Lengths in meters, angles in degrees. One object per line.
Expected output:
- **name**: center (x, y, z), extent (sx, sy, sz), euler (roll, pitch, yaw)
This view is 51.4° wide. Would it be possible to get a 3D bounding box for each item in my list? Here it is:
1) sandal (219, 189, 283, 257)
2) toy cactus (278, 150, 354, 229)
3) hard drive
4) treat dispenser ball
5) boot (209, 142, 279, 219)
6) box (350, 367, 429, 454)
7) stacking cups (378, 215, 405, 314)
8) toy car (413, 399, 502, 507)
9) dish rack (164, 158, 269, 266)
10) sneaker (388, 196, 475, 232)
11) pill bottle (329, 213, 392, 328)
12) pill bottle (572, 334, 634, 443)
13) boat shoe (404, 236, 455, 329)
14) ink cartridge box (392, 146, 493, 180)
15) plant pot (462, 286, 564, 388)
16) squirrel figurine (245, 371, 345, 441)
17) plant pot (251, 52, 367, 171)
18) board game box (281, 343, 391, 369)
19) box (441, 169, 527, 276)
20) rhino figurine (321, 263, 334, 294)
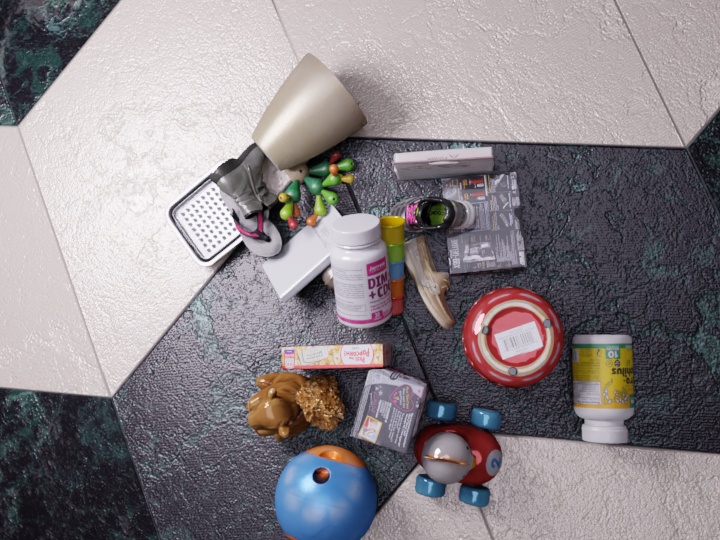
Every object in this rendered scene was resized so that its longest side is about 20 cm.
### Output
- **sandal**: center (-0.236, -0.110, 1.568), extent (0.075, 0.045, 0.201), euler (-36, 81, 3)
- **toy cactus**: center (-0.112, -0.189, 1.573), extent (0.200, 0.102, 0.165), euler (-46, 62, -6)
- **hard drive**: center (-0.107, -0.038, 1.557), extent (0.200, 0.027, 0.132), euler (-41, 40, 3)
- **treat dispenser ball**: center (-0.067, 0.444, 1.455), extent (0.199, 0.201, 0.203), euler (-1, 85, 9)
- **boot**: center (-0.217, -0.188, 1.572), extent (0.131, 0.200, 0.068), euler (48, 134, -4)
- **box**: center (0.064, 0.264, 1.452), extent (0.114, 0.200, 0.133), euler (16, 87, 8)
- **stacking cups**: center (0.065, -0.005, 1.506), extent (0.060, 0.061, 0.202), euler (0, 112, 9)
- **toy car**: center (0.184, 0.357, 1.426), extent (0.175, 0.200, 0.186), euler (9, 87, 9)
- **dish rack**: center (-0.308, -0.123, 1.625), extent (0.200, 0.044, 0.172), euler (-38, 81, 3)
- **sneaker**: center (0.127, -0.115, 1.504), extent (0.199, 0.087, 0.074), euler (4, 91, 40)
- **pill bottle**: center (0.000, 0.000, 1.454), extent (0.112, 0.114, 0.202), euler (-3, 116, 8)
- **pill bottle**: center (0.466, 0.225, 1.439), extent (0.112, 0.113, 0.202), euler (0, 84, 9)
- **boat shoe**: center (0.149, 0.021, 1.526), extent (0.069, 0.074, 0.201), euler (-29, 81, 11)
- **ink cartridge box**: center (0.165, -0.221, 1.495), extent (0.198, 0.174, 0.044), euler (-2, 84, 8)
- **plant pot**: center (0.294, 0.126, 1.442), extent (0.199, 0.182, 0.202), euler (-1, 82, 9)
- **squirrel figurine**: center (-0.132, 0.265, 1.489), extent (0.198, 0.187, 0.143), euler (-13, 83, 7)
- **plant pot**: center (-0.120, -0.304, 1.533), extent (0.200, 0.187, 0.187), euler (-43, 80, 0)
- **board game box**: center (-0.044, 0.172, 1.502), extent (0.198, 0.151, 0.047), euler (-3, 84, 9)
- **box**: center (0.253, -0.095, 1.533), extent (0.156, 0.050, 0.202), euler (-6, 84, 8)
- **rhino figurine**: center (-0.004, -0.033, 1.547), extent (0.200, 0.087, 0.060), euler (-46, 81, 3)
